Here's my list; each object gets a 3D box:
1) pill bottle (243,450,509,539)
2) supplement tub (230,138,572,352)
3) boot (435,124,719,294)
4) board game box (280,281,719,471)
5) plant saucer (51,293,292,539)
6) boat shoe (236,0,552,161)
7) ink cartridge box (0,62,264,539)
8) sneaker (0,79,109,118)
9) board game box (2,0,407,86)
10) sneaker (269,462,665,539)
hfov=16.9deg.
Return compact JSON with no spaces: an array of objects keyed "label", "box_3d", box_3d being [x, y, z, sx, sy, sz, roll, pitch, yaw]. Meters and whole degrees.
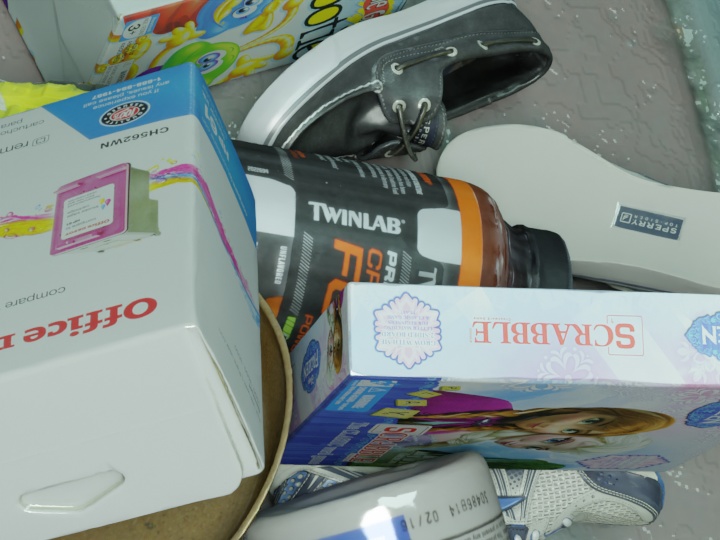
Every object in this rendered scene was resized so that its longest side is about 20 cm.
[{"label":"pill bottle","box_3d":[0.027,0.189,1.052,0.113,0.114,0.201,-16,89,-29]},{"label":"supplement tub","box_3d":[0.000,0.000,1.180,0.199,0.107,0.108,8,59,-17]},{"label":"boot","box_3d":[0.137,-0.013,1.274,0.199,0.090,0.073,20,74,21]},{"label":"board game box","box_3d":[0.071,0.050,1.043,0.198,0.200,0.041,2,76,-11]},{"label":"plant saucer","box_3d":[-0.113,0.084,1.072,0.199,0.035,0.201,-14,52,19]},{"label":"boat shoe","box_3d":[0.024,-0.090,1.264,0.200,0.070,0.066,-27,61,-40]},{"label":"ink cartridge box","box_3d":[-0.121,0.014,1.007,0.144,0.085,0.200,-16,36,7]},{"label":"sneaker","box_3d":[-0.184,-0.049,1.151,0.199,0.085,0.075,13,38,11]},{"label":"board game box","box_3d":[-0.073,-0.165,1.246,0.199,0.103,0.105,-19,70,-30]},{"label":"sneaker","box_3d":[0.050,0.121,1.160,0.199,0.077,0.086,3,67,-11]}]
